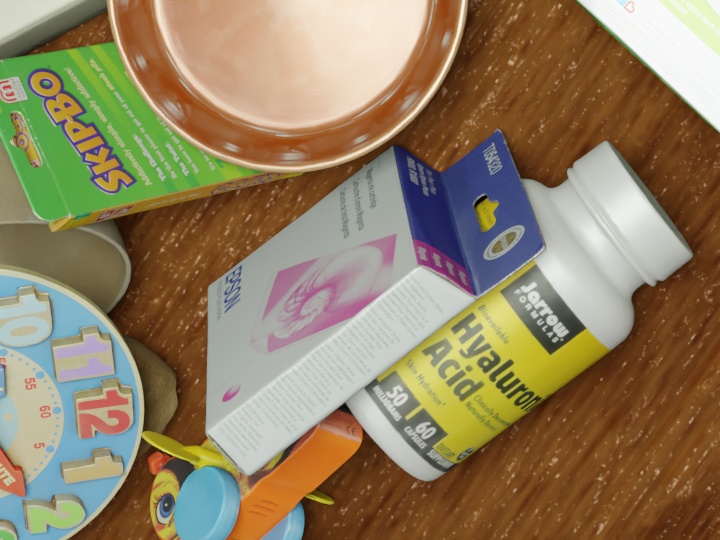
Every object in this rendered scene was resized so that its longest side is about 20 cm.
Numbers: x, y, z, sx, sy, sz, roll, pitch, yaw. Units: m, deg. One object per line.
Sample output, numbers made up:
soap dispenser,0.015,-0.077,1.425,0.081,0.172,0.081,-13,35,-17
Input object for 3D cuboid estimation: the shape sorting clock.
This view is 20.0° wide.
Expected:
shape sorting clock,-0.218,0.087,1.135,0.199,0.039,0.201,-9,120,-16

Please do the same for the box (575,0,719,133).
box,0.218,-0.175,1.118,0.200,0.097,0.177,42,99,4

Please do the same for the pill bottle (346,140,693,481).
pill bottle,0.083,0.019,1.150,0.200,0.111,0.111,-38,88,10

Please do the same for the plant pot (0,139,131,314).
plant pot,-0.245,-0.035,1.177,0.199,0.200,0.135,-23,66,11

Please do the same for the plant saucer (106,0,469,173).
plant saucer,-0.039,-0.154,1.112,0.199,0.032,0.202,1,95,9

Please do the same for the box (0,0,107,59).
box,-0.215,-0.168,1.207,0.199,0.068,0.083,-25,90,11

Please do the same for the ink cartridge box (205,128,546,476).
ink cartridge box,0.000,0.000,1.120,0.200,0.197,0.043,-39,109,11

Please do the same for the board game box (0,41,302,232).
board game box,-0.119,-0.083,1.138,0.030,0.199,0.096,-36,75,44

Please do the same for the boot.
boot,-0.184,0.121,1.229,0.075,0.074,0.200,31,112,-26

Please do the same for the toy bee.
toy bee,-0.089,0.126,1.188,0.200,0.131,0.109,-36,45,4
